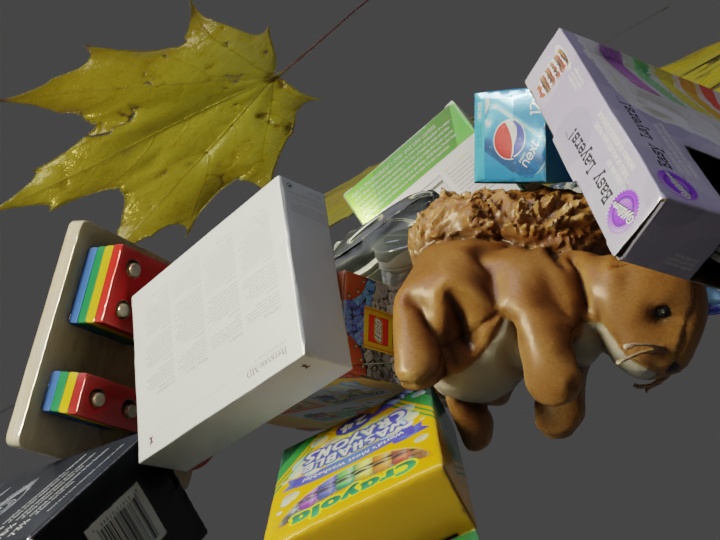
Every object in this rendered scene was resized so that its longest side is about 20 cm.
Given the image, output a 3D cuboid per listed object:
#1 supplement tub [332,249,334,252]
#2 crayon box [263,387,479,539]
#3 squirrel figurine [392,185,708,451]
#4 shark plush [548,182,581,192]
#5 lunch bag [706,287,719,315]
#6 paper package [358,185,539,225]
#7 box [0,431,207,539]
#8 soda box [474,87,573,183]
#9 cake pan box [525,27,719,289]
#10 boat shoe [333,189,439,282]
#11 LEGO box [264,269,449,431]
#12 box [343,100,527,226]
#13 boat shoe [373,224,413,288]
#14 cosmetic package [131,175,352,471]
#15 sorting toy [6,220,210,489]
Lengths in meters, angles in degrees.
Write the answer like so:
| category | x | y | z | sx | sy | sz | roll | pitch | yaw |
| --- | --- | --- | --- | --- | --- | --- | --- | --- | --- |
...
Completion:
| category | x | y | z | sx | sy | sz | roll | pitch | yaw |
| --- | --- | --- | --- | --- | --- | --- | --- | --- | --- |
| supplement tub | -0.080 | 0.022 | 1.105 | 0.122 | 0.123 | 0.200 | -29 | -19 | -7 |
| crayon box | 0.006 | 0.148 | 0.673 | 0.125 | 0.052 | 0.200 | -27 | 11 | 5 |
| squirrel figurine | 0.130 | 0.008 | 0.685 | 0.186 | 0.142 | 0.201 | -17 | 49 | 19 |
| shark plush | 0.226 | -0.064 | 0.946 | 0.083 | 0.091 | 0.200 | -2 | -21 | 3 |
| lunch bag | 0.230 | -0.014 | 0.825 | 0.150 | 0.094 | 0.200 | -40 | 6 | -39 |
| paper package | 0.127 | -0.085 | 1.350 | 0.200 | 0.104 | 0.191 | -23 | 10 | 28 |
| box | -0.250 | 0.227 | 0.801 | 0.200 | 0.105 | 0.148 | -22 | 12 | 32 |
| soda box | 0.171 | -0.104 | 0.786 | 0.064 | 0.068 | 0.200 | 4 | 9 | 42 |
| cake pan box | 0.212 | -0.058 | 0.634 | 0.200 | 0.184 | 0.052 | -101 | 32 | -49 |
| boat shoe | 0.000 | 0.000 | 0.928 | 0.200 | 0.072 | 0.068 | -35 | 42 | 11 |
| LEGO box | -0.030 | 0.074 | 0.840 | 0.149 | 0.077 | 0.200 | 20 | -27 | -41 |
| box | 0.089 | -0.042 | 0.951 | 0.144 | 0.200 | 0.036 | -39 | -28 | 13 |
| boat shoe | 0.113 | -0.018 | 0.854 | 0.201 | 0.065 | 0.074 | -15 | 17 | -8 |
| cosmetic package | -0.099 | 0.045 | 0.774 | 0.200 | 0.052 | 0.151 | -34 | 49 | 35 |
| sorting toy | -0.189 | 0.082 | 0.913 | 0.069 | 0.199 | 0.201 | -2 | 69 | 37 |
